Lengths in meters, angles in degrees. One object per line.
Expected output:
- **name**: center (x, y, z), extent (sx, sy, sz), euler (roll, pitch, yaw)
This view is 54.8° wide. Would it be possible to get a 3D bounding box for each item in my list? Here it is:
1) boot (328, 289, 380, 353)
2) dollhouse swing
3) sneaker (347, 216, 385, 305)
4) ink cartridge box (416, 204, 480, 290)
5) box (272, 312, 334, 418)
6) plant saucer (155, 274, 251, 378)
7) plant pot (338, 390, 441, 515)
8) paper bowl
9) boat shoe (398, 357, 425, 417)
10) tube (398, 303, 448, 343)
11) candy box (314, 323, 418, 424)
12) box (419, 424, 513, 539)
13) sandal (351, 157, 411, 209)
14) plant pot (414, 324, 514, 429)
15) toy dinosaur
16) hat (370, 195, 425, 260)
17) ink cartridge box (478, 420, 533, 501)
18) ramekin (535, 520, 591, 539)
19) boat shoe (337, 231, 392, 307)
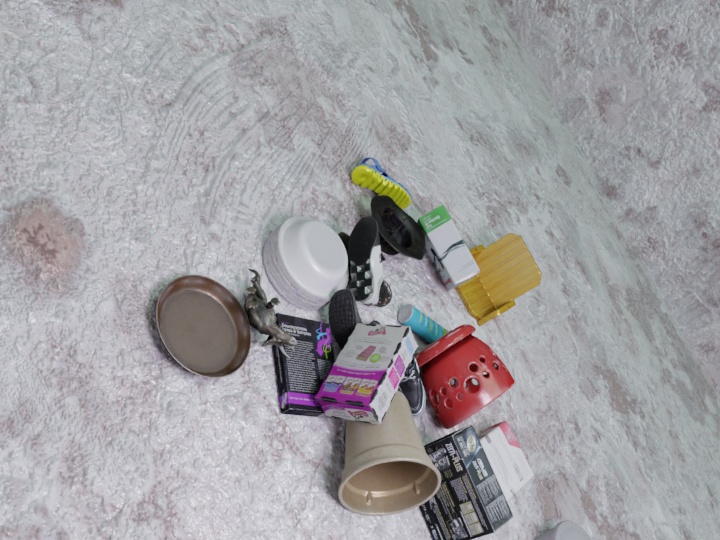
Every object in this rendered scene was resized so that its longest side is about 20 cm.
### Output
- **boot**: center (-0.001, 0.129, 1.525), extent (0.131, 0.068, 0.205), euler (-21, 107, -54)
- **dollhouse swing**: center (0.385, 0.014, 1.969), extent (0.180, 0.175, 0.203), euler (-19, 79, -52)
- **sneaker**: center (0.017, -0.018, 1.580), extent (0.088, 0.072, 0.205), euler (33, 58, -60)
- **ink cartridge box**: center (0.231, -0.057, 1.869), extent (0.203, 0.082, 0.147), euler (61, -4, 8)
- **box**: center (-0.110, 0.193, 1.406), extent (0.141, 0.036, 0.204), euler (16, 54, -41)
- **plant saucer**: center (-0.290, 0.105, 1.273), extent (0.198, 0.032, 0.204), euler (29, 45, -33)
- **plant pot**: center (0.044, 0.344, 1.361), extent (0.198, 0.200, 0.186), euler (28, 33, -31)
- **paper bowl**: center (-0.106, -0.025, 1.513), extent (0.199, 0.104, 0.204), euler (29, 45, -33)
- **boat shoe**: center (0.101, 0.226, 1.553), extent (0.068, 0.070, 0.205), euler (70, 10, -75)
- **tube**: center (0.176, 0.153, 1.748), extent (0.199, 0.050, 0.079), euler (35, 49, -33)
- **candy box**: center (0.015, 0.198, 1.370), extent (0.202, 0.134, 0.062), euler (-58, 134, -37)
- **box**: center (0.197, 0.452, 1.450), extent (0.085, 0.163, 0.203), euler (-9, 69, -49)
- **sandal**: center (0.063, -0.241, 1.882), extent (0.199, 0.079, 0.088), euler (36, 37, -27)
- **plant pot**: center (0.234, 0.238, 1.621), extent (0.199, 0.200, 0.185), euler (-17, 72, -51)
- **toy dinosaur**: center (-0.199, 0.077, 1.354), extent (0.076, 0.104, 0.200), euler (-18, 47, -29)
- **hat**: center (0.076, -0.091, 1.779), extent (0.199, 0.081, 0.203), euler (34, 34, -27)
- **ink cartridge box**: center (0.304, 0.461, 1.627), extent (0.198, 0.082, 0.149), euler (-13, 74, -52)
- **ramekin**: center (0.484, 0.707, 1.638), extent (0.200, 0.094, 0.206), euler (28, 44, -32)
- **boat shoe**: center (0.000, 0.000, 1.648), extent (0.202, 0.075, 0.074), euler (54, 6, -4)
